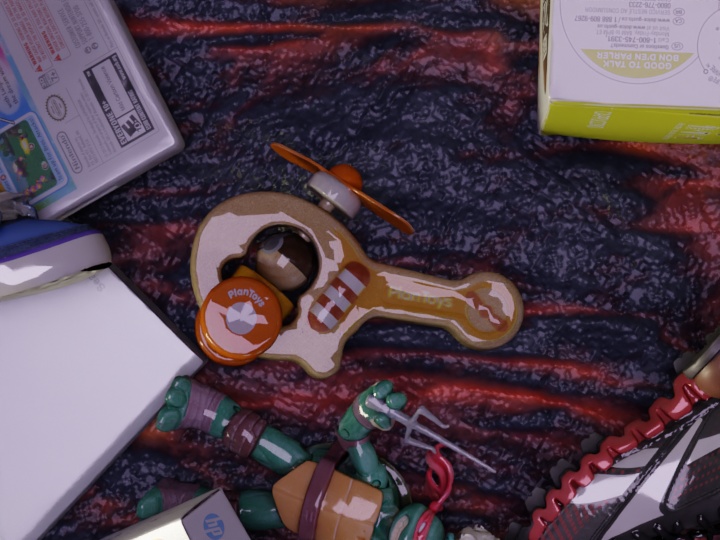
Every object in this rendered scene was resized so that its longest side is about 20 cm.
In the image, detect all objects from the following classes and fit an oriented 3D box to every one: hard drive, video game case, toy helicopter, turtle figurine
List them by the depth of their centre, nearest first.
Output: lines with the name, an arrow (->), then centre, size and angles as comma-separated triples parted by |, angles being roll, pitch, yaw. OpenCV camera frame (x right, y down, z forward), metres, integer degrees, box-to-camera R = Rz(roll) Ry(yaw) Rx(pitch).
turtle figurine -> -0.025, 0.134, 1.055 | 0.198, 0.101, 0.151 | 15, 81, 16
toy helicopter -> 0.000, 0.000, 1.077 | 0.198, 0.079, 0.134 | 10, 82, -6
video game case -> -0.225, -0.117, 1.093 | 0.181, 0.024, 0.201 | -29, 82, 8
hard drive -> -0.206, 0.081, 1.105 | 0.132, 0.026, 0.200 | 44, 94, 3

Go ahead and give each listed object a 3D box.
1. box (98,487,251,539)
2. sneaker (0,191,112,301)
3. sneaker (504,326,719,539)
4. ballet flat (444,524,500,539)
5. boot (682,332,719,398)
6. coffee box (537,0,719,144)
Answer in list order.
box -> -0.087, 0.236, 1.038 | 0.155, 0.041, 0.201 | -27, 95, 42
sneaker -> -0.245, -0.050, 1.039 | 0.198, 0.081, 0.148 | -11, 89, 16
sneaker -> 0.172, 0.126, 1.045 | 0.200, 0.071, 0.098 | -41, 69, 3
ballet flat -> 0.053, 0.235, 0.978 | 0.071, 0.072, 0.202 | 16, 71, 4
boot -> 0.276, 0.103, 0.974 | 0.068, 0.187, 0.201 | -45, 63, 29
coffee box -> 0.197, -0.172, 0.985 | 0.198, 0.200, 0.200 | 2, 91, 4
